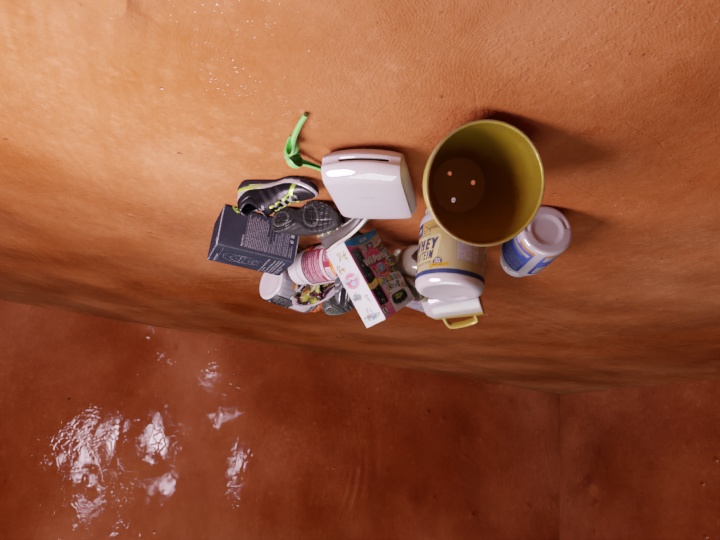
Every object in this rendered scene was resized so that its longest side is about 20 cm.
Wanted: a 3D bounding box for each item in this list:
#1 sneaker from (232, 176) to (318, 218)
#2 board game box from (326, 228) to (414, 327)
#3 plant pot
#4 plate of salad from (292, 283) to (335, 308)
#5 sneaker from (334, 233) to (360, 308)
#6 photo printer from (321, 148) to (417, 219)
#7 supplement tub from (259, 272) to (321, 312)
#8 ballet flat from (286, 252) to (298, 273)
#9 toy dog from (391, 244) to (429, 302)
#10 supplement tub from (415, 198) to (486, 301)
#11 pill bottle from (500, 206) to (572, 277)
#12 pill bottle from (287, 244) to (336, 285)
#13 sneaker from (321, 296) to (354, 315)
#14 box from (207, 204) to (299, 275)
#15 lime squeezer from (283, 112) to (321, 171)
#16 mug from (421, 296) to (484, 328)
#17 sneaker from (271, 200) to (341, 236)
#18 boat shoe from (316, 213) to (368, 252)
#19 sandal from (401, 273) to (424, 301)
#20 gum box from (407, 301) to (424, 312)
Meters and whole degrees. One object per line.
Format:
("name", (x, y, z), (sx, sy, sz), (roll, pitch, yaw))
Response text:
("sneaker", (-0.182, -0.148, 1.204), (0.200, 0.083, 0.072), (-1, 161, 23))
("board game box", (0.026, 0.015, 1.322), (0.064, 0.200, 0.147), (-32, 177, 36))
("plant pot", (0.189, -0.148, 0.952), (0.200, 0.200, 0.142), (11, -174, -11))
("plate of salad", (-0.117, 0.038, 1.624), (0.200, 0.200, 0.048), (-8, 122, 39))
("sneaker", (0.000, 0.000, 1.413), (0.115, 0.200, 0.075), (9, 169, -30))
("photo printer", (0.018, -0.169, 1.089), (0.166, 0.070, 0.200), (3, 161, 13))
("supplement tub", (-0.214, 0.064, 1.793), (0.122, 0.123, 0.200), (-11, 155, 42))
("ballet flat", (-0.222, -0.036, 1.602), (0.068, 0.068, 0.200), (3, 154, 48))
("toy dog", (0.198, -0.028, 1.388), (0.194, 0.140, 0.200), (39, 146, -27))
("supplement tub", (0.195, -0.046, 1.184), (0.144, 0.200, 0.144), (6, 162, 2))
("pill bottle", (0.379, -0.054, 1.237), (0.112, 0.112, 0.200), (7, 162, -1))
("pill bottle", (-0.101, -0.017, 1.526), (0.200, 0.110, 0.110), (-10, 155, 41))
("sneaker", (-0.030, 0.054, 1.645), (0.076, 0.199, 0.114), (49, -178, -16))
("box", (-0.275, -0.072, 1.429), (0.200, 0.107, 0.148), (13, 161, -21))
("lime squeezer", (-0.110, -0.221, 1.034), (0.071, 0.038, 0.200), (3, 161, 10))
("mug", (0.251, 0.084, 1.527), (0.153, 0.187, 0.149), (-16, -174, 13))
("sneaker", (-0.116, -0.117, 1.316), (0.200, 0.076, 0.091), (4, 170, 39))
("boat shoe", (-0.042, -0.103, 1.310), (0.061, 0.072, 0.201), (49, 142, -4))
("sandal", (0.080, 0.045, 1.426), (0.200, 0.054, 0.080), (17, 145, 40))
("gum box", (0.157, 0.046, 1.612), (0.200, 0.114, 0.066), (21, 158, -35))
